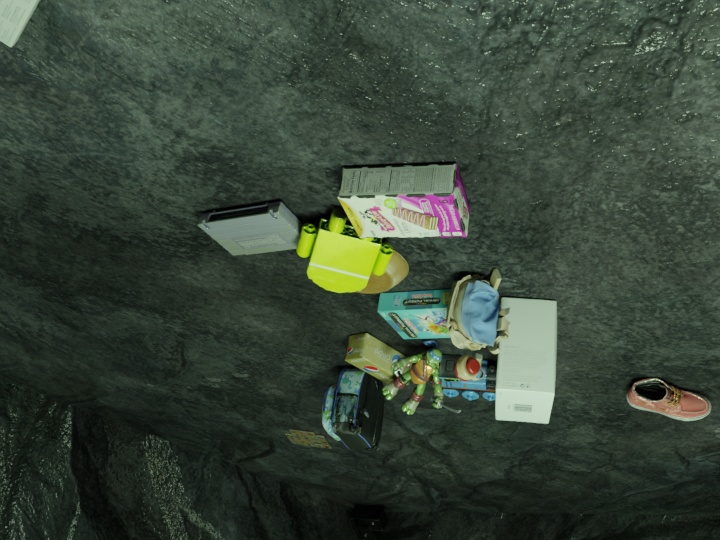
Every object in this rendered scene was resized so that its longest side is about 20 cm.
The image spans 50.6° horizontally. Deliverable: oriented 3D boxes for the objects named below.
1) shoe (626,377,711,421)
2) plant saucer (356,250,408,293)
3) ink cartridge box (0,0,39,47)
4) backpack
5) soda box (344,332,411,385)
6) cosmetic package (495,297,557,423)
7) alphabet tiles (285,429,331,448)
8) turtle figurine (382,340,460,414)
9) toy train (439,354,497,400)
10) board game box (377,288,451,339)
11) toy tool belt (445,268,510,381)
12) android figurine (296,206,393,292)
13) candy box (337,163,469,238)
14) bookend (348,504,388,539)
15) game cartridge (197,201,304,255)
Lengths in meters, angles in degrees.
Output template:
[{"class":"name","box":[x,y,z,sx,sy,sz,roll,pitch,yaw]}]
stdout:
[{"class":"shoe","box":[0.750,0.312,1.843,0.195,0.073,0.091,8,160,16]},{"class":"plant saucer","box":[0.000,0.000,1.549,0.195,0.036,0.201,8,153,4]},{"class":"ink cartridge box","box":[-0.504,-0.392,0.960,0.198,0.048,0.159,33,147,-28]},{"class":"backpack","box":[-0.020,0.376,2.113,0.143,0.204,0.184,-1,149,23]},{"class":"soda box","box":[0.050,0.230,1.948,0.063,0.069,0.199,-13,146,39]},{"class":"cosmetic package","box":[0.349,0.193,1.611,0.120,0.205,0.200,2,153,11]},{"class":"alphabet tiles","box":[-0.207,0.651,2.951,0.163,0.008,0.201,5,153,12]},{"class":"turtle figurine","box":[0.128,0.284,1.846,0.141,0.204,0.195,11,139,-21]},{"class":"toy train","box":[0.279,0.272,1.931,0.195,0.088,0.115,3,147,16]},{"class":"board game box","box":[0.157,0.098,1.671,0.196,0.048,0.151,-5,150,28]},{"class":"toy tool belt","box":[0.234,0.106,1.488,0.122,0.205,0.122,14,158,-28]},{"class":"android figurine","box":[-0.032,-0.030,1.436,0.177,0.042,0.202,12,135,-7]},{"class":"candy box","box":[0.074,-0.112,1.269,0.195,0.062,0.137,1,153,20]},{"class":"bookend","box":[0.067,1.353,4.038,0.195,0.092,0.203,-7,117,33]},{"class":"game cartridge","box":[-0.201,-0.079,1.472,0.196,0.039,0.129,-5,154,29]}]
